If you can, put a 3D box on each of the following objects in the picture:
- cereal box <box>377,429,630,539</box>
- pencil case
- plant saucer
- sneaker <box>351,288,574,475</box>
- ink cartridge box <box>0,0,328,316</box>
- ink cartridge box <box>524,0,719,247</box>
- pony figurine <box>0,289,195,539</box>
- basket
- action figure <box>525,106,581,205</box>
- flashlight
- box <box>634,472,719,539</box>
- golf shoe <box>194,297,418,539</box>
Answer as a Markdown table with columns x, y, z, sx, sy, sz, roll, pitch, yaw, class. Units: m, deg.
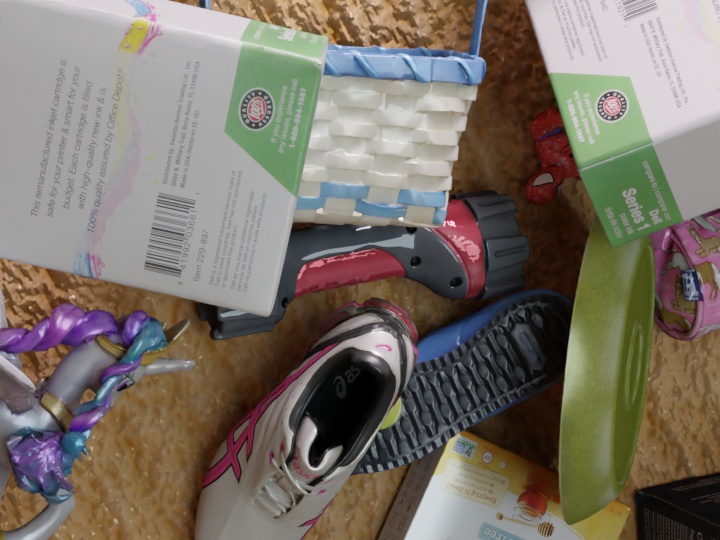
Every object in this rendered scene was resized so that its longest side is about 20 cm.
| x | y | z | sx | sy | sz | roll | pitch | yaw | class |
| --- | --- | --- | --- | --- | --- | --- | --- | --- | --- |
| 0.068 | 0.210 | 1.793 | 0.143 | 0.039 | 0.201 | 24 | 87 | -26 | cereal box |
| 0.269 | -0.026 | 1.831 | 0.199 | 0.087 | 0.083 | -22 | 76 | -21 | pencil case |
| 0.152 | 0.056 | 1.734 | 0.031 | 0.200 | 0.201 | 7 | 96 | 12 | plant saucer |
| 0.046 | 0.071 | 1.752 | 0.199 | 0.078 | 0.066 | -25 | 90 | 0 | sneaker |
| -0.128 | -0.073 | 1.546 | 0.199 | 0.088 | 0.146 | 12 | 105 | -2 | ink cartridge box |
| 0.210 | -0.121 | 1.642 | 0.199 | 0.145 | 0.084 | -20 | 140 | 8 | ink cartridge box |
| -0.213 | 0.066 | 1.594 | 0.193 | 0.167 | 0.200 | 34 | 102 | -27 | pony figurine |
| -0.014 | -0.128 | 1.647 | 0.175 | 0.139 | 0.201 | 6 | 100 | -13 | basket |
| 0.174 | -0.118 | 1.766 | 0.065 | 0.099 | 0.200 | 40 | 83 | -23 | action figure |
| 0.000 | 0.000 | 1.719 | 0.199 | 0.068 | 0.068 | -13 | 138 | -21 | flashlight |
| 0.305 | 0.189 | 1.822 | 0.199 | 0.182 | 0.105 | -9 | 102 | -23 | box |
| -0.041 | 0.106 | 1.675 | 0.072 | 0.092 | 0.200 | 32 | 107 | -3 | golf shoe |
